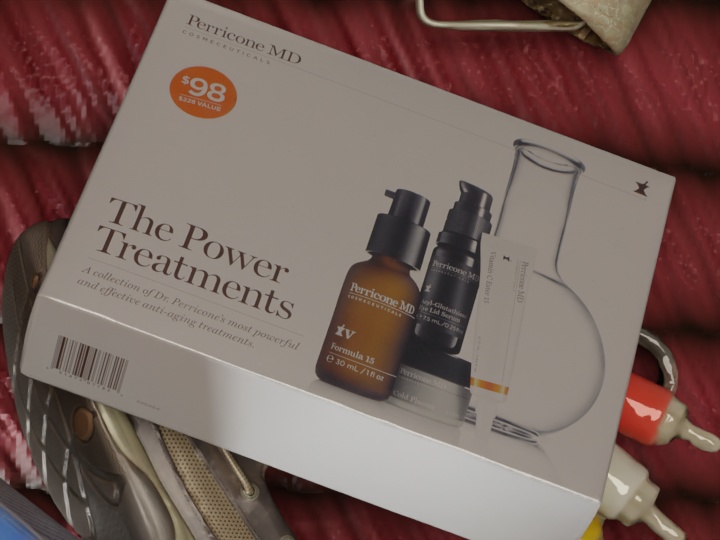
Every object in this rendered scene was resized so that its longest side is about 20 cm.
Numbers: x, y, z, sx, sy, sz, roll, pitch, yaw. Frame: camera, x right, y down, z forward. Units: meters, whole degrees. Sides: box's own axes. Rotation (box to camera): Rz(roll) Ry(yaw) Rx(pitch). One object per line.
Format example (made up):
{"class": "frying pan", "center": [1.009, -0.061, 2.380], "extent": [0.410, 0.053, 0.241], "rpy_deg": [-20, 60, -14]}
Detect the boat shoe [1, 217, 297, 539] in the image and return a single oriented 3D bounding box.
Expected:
{"class": "boat shoe", "center": [-0.067, 0.072, 0.874], "extent": [0.073, 0.074, 0.201], "rpy_deg": [-21, 83, -31]}

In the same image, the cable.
{"class": "cable", "center": [0.040, 0.031, 0.887], "extent": [0.199, 0.050, 0.097], "rpy_deg": [34, 79, -1]}

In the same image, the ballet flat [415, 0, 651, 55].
{"class": "ballet flat", "center": [0.014, -0.125, 0.889], "extent": [0.199, 0.067, 0.063], "rpy_deg": [15, 95, -3]}

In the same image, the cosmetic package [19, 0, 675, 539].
{"class": "cosmetic package", "center": [0.000, 0.000, 0.849], "extent": [0.199, 0.052, 0.151], "rpy_deg": [20, 49, -2]}

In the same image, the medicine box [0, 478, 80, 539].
{"class": "medicine box", "center": [-0.209, 0.118, 0.805], "extent": [0.199, 0.103, 0.183], "rpy_deg": [34, 84, 21]}
